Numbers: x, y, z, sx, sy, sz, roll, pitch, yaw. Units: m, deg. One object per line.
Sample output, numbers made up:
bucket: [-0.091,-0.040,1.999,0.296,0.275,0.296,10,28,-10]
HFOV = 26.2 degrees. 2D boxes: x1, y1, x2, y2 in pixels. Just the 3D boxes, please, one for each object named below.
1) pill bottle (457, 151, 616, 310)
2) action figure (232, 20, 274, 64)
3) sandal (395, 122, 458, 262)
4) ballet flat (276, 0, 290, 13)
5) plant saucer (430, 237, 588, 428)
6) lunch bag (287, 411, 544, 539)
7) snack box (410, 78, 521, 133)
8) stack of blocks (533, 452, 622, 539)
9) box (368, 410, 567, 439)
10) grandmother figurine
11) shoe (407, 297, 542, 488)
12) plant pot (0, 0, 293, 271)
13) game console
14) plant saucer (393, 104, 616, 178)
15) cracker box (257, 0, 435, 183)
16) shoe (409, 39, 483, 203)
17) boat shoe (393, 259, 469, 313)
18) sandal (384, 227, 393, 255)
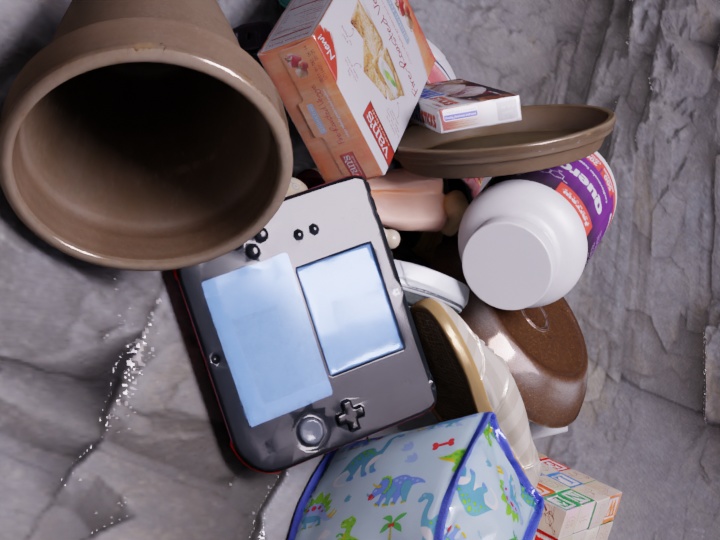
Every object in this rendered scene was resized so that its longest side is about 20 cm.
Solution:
pill bottle: [0.152,-0.039,1.339,0.113,0.112,0.200,65,26,-13]
action figure: [-0.033,-0.169,1.379,0.200,0.069,0.131,13,59,-57]
sandal: [0.061,-0.050,1.458,0.054,0.080,0.201,-37,124,-18]
ballet flat: [-0.034,-0.305,1.432,0.068,0.068,0.201,43,44,-50]
plant saucer: [0.144,0.046,1.387,0.200,0.037,0.201,34,34,-27]
lunch bag: [0.031,0.223,1.213,0.128,0.169,0.200,59,36,-17]
snack box: [0.081,-0.146,1.367,0.200,0.071,0.024,-134,-147,-75]
stack of blocks: [0.141,0.219,1.412,0.199,0.115,0.059,-1,110,-55]
box: [0.092,0.106,1.415,0.199,0.097,0.125,-2,78,-55]
grandmother figurine: [-0.011,-0.060,1.313,0.199,0.121,0.061,-3,113,-36]
shoe: [0.096,0.106,1.280,0.053,0.070,0.201,-37,109,-38]
plant pot: [-0.151,-0.129,1.098,0.200,0.199,0.175,43,28,-38]
game console: [-0.043,0.043,1.217,0.176,0.031,0.201,-19,94,-16]
plant saucer: [0.119,-0.110,1.318,0.200,0.199,0.030,-28,114,-56]
cracker box: [-0.006,-0.179,1.299,0.134,0.057,0.200,61,31,-27]
shoe: [0.066,-0.140,1.499,0.200,0.071,0.091,52,34,-37]
boat shoe: [-0.008,0.025,1.283,0.199,0.072,0.071,9,79,-13]
sandal: [0.000,0.001,1.359,0.080,0.057,0.202,42,44,-39]
